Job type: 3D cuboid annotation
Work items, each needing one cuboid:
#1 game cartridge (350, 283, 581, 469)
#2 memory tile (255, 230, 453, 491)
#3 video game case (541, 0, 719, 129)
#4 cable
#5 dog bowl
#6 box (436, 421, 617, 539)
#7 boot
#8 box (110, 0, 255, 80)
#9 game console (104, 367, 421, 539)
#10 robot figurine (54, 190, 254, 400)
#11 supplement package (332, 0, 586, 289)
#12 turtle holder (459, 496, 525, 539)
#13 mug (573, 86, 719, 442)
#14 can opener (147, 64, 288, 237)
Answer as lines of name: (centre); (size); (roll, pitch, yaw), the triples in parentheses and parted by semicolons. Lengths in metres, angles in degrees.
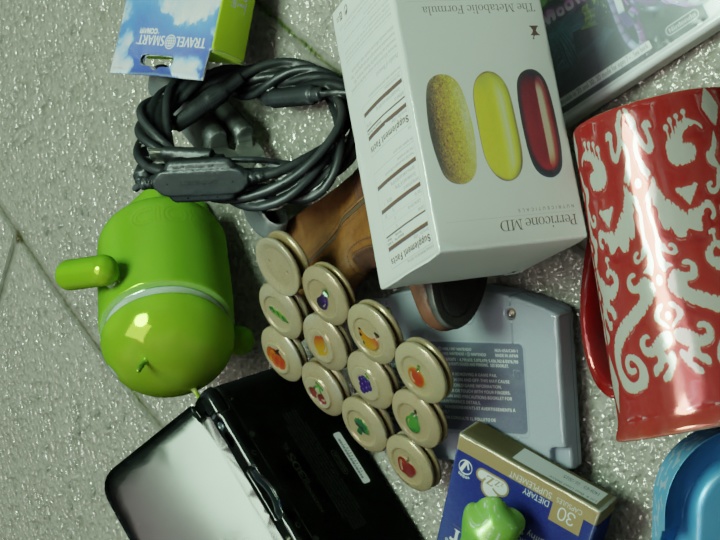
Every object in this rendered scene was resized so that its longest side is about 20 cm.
game cartridge: (0.078, 0.077, 1.032); (0.198, 0.041, 0.135); (0, 99, 40)
memory tile: (-0.010, 0.070, 1.030); (0.199, 0.017, 0.155); (37, 142, 29)
video game case: (0.152, -0.211, 0.940); (0.199, 0.023, 0.184); (-32, 75, 38)
cable: (-0.084, -0.112, 1.078); (0.197, 0.164, 0.051); (-5, 130, 10)
dog bowl: (0.239, 0.194, 0.871); (0.050, 0.110, 0.203); (-141, 50, -79)
box: (0.110, 0.227, 1.002); (0.120, 0.032, 0.203); (26, 122, 29)
boot: (0.000, 0.000, 1.039); (0.199, 0.068, 0.191); (-38, 55, 36)
box: (-0.138, -0.256, 1.132); (0.121, 0.047, 0.203); (10, 87, 39)
game console: (-0.078, 0.200, 1.095); (0.201, 0.175, 0.117); (56, 132, 19)
robot figurine: (-0.167, 0.020, 1.151); (0.115, 0.175, 0.202); (-36, 44, 26)
supplement package: (0.063, -0.101, 0.905); (0.109, 0.112, 0.203); (146, 115, -67)
turtle holder: (0.126, 0.256, 0.908); (0.132, 0.139, 0.187); (-57, 19, 34)
mug: (0.191, 0.001, 0.869); (0.176, 0.133, 0.203); (-16, 82, 37)
can opener: (-0.121, -0.101, 1.151); (0.200, 0.053, 0.068); (48, 137, 36)
